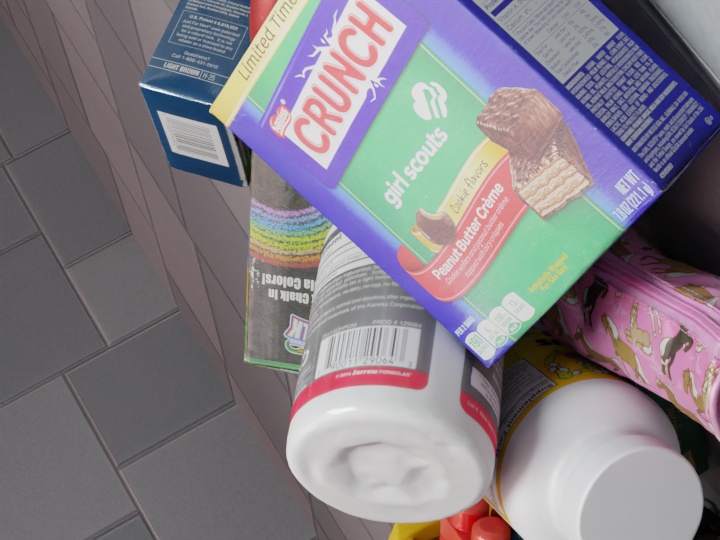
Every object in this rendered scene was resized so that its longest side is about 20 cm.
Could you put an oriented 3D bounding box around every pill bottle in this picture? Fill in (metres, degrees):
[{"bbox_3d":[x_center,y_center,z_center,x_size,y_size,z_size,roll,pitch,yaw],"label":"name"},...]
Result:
[{"bbox_3d":[0.112,0.099,0.965,0.105,0.104,0.200,66,169,-22],"label":"pill bottle"},{"bbox_3d":[0.027,0.028,0.946,0.111,0.110,0.201,75,-161,-49],"label":"pill bottle"}]

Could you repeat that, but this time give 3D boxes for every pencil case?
[{"bbox_3d":[0.165,0.031,0.883,0.200,0.086,0.083,-143,53,-62],"label":"pencil case"}]

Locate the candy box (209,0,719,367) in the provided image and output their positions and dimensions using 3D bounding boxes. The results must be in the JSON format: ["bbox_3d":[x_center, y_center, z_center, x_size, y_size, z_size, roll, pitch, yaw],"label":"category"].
[{"bbox_3d":[0.046,-0.077,0.841,0.200,0.077,0.169,44,138,4],"label":"candy box"}]

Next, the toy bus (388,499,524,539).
[{"bbox_3d":[0.069,0.208,1.077,0.200,0.135,0.193,-132,35,-55],"label":"toy bus"}]

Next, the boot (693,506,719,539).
[{"bbox_3d":[0.219,0.155,0.943,0.200,0.069,0.174,34,160,13],"label":"boot"}]

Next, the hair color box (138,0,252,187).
[{"bbox_3d":[-0.069,-0.166,1.111,0.060,0.201,0.100,16,156,14],"label":"hair color box"}]

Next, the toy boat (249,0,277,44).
[{"bbox_3d":[-0.074,-0.196,0.982,0.131,0.130,0.201,83,167,-65],"label":"toy boat"}]

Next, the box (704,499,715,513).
[{"bbox_3d":[0.162,0.195,1.184,0.102,0.112,0.200,66,165,-20],"label":"box"}]

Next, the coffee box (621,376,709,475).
[{"bbox_3d":[0.142,0.041,1.091,0.200,0.044,0.123,49,163,48],"label":"coffee box"}]

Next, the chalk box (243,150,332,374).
[{"bbox_3d":[0.000,0.000,1.137,0.124,0.124,0.201,-45,-38,-65],"label":"chalk box"}]
